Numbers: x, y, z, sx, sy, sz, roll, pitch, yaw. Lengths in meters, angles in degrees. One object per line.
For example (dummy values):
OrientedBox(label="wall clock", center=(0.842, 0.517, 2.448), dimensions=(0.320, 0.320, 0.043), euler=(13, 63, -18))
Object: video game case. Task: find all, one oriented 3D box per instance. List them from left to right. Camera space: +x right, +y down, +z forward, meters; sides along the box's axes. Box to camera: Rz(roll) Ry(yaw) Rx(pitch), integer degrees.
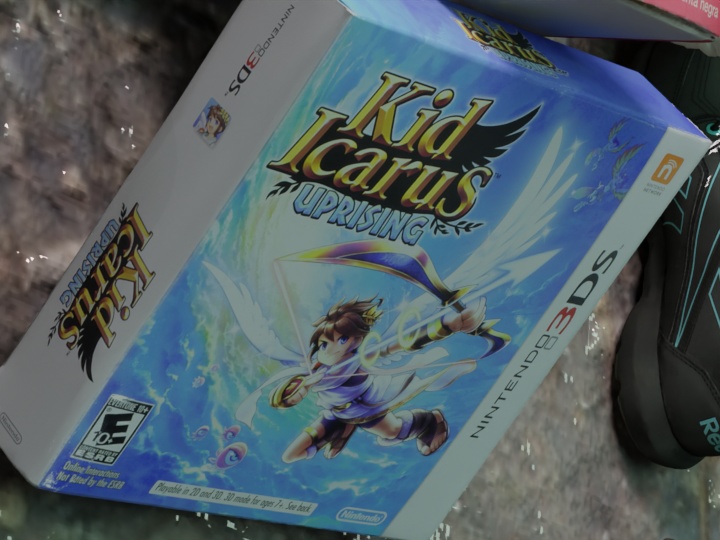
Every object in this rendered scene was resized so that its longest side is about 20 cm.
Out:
OrientedBox(label="video game case", center=(0.000, 0.000, 0.911), dimensions=(0.199, 0.045, 0.182), euler=(13, 116, -50))

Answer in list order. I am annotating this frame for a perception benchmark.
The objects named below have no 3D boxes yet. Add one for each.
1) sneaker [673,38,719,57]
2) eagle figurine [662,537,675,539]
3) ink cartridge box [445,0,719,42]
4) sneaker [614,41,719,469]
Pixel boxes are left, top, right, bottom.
OrientedBox(label="sneaker", center=(0.143, -0.151, 1.201), dimensions=(0.200, 0.087, 0.076), euler=(-62, 162, -67))
OrientedBox(label="eagle figurine", center=(0.212, 0.171, 1.117), dimensions=(0.152, 0.151, 0.200), euler=(-46, 121, -7))
OrientedBox(label="ink cartridge box", center=(0.054, -0.182, 0.915), dimensions=(0.083, 0.146, 0.201), euler=(14, 84, -50))
OrientedBox(label="sneaker", center=(0.157, -0.016, 1.181), dimensions=(0.075, 0.079, 0.201), euler=(21, 64, -48))
